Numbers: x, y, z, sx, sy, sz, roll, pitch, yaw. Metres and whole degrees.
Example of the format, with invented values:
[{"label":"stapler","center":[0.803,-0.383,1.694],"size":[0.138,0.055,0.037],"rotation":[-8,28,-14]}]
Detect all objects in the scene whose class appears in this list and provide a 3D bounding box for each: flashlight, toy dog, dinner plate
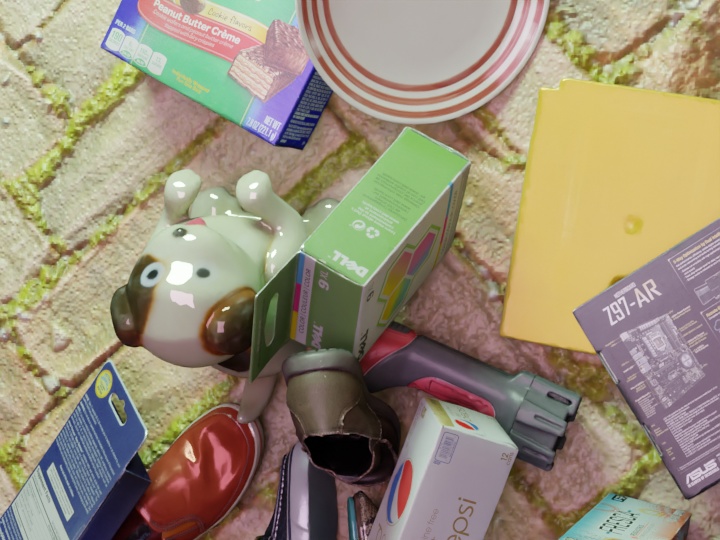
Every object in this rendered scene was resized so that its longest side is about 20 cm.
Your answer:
[{"label":"flashlight","center":[0.062,0.090,1.514],"size":[0.199,0.068,0.068],"rotation":[25,65,11]},{"label":"toy dog","center":[-0.110,0.017,1.492],"size":[0.138,0.200,0.196],"rotation":[15,96,17]},{"label":"dinner plate","center":[0.046,-0.209,1.486],"size":[0.198,0.024,0.202],"rotation":[-4,108,-13]}]

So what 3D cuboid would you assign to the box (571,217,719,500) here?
[{"label":"box","center":[0.276,0.044,1.424],"size":[0.199,0.044,0.161],"rotation":[-33,84,12]}]

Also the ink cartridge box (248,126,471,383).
[{"label":"ink cartridge box","center":[0.000,0.000,1.451],"size":[0.059,0.200,0.104],"rotation":[30,144,16]}]

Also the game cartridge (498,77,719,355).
[{"label":"game cartridge","center":[0.203,-0.034,1.484],"size":[0.175,0.032,0.202],"rotation":[11,92,17]}]

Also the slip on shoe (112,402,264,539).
[{"label":"slip on shoe","center":[-0.152,0.184,1.583],"size":[0.200,0.061,0.074],"rotation":[-44,78,12]}]

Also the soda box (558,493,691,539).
[{"label":"soda box","center":[0.183,0.209,1.405],"size":[0.068,0.200,0.064],"rotation":[12,96,17]}]

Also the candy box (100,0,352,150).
[{"label":"candy box","center":[-0.079,-0.220,1.540],"size":[0.168,0.077,0.201],"rotation":[29,98,13]}]

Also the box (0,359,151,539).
[{"label":"box","center":[-0.227,0.181,1.585],"size":[0.201,0.032,0.121],"rotation":[-55,34,13]}]

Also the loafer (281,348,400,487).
[{"label":"loafer","center":[-0.017,0.125,1.466],"size":[0.072,0.200,0.072],"rotation":[-8,64,13]}]

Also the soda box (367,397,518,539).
[{"label":"soda box","center":[0.045,0.199,1.457],"size":[0.063,0.068,0.202],"rotation":[18,101,-15]}]

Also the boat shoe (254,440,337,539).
[{"label":"boat shoe","center":[-0.070,0.230,1.553],"size":[0.090,0.071,0.202],"rotation":[1,92,18]}]

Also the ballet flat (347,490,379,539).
[{"label":"ballet flat","center":[0.019,0.268,1.537],"size":[0.075,0.068,0.202],"rotation":[4,99,-5]}]
